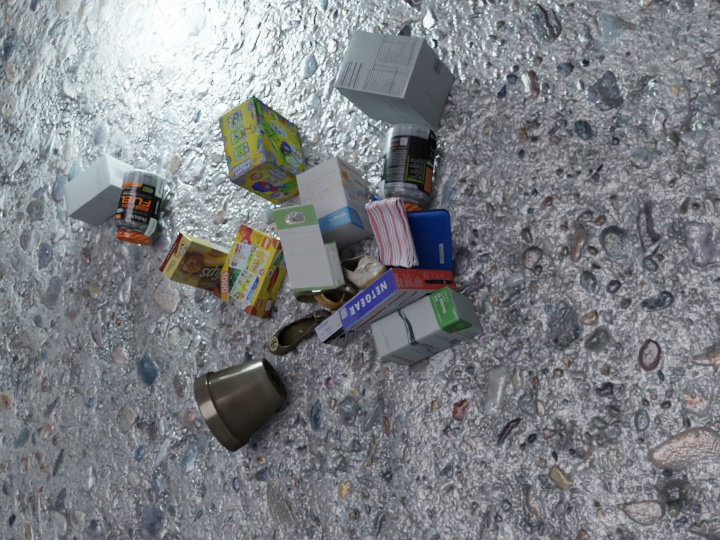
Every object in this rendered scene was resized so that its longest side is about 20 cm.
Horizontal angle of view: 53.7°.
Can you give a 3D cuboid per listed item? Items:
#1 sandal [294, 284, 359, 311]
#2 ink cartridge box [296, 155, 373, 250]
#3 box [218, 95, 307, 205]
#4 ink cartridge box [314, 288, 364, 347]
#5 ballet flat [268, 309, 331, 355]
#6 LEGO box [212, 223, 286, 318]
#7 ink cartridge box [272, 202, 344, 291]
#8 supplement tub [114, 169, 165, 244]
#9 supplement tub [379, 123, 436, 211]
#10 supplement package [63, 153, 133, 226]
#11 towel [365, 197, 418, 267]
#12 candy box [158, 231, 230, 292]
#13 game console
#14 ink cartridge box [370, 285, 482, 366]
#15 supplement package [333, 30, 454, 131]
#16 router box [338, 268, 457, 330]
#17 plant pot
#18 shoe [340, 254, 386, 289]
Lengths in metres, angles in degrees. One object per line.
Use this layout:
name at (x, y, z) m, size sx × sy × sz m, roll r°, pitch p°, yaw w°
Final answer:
sandal at (-0.081, 0.071, 1.716) m, size 0.197 × 0.080 × 0.055 m, roll -6°, pitch 62°, yaw 35°
ink cartridge box at (-0.063, -0.172, 1.737) m, size 0.124 × 0.128 × 0.203 m, roll -21°, pitch 69°, yaw 24°
box at (-0.245, -0.305, 1.834) m, size 0.121 × 0.199 × 0.195 m, roll -24°, pitch 66°, yaw 23°
ink cartridge box at (-0.004, 0.101, 1.656) m, size 0.199 × 0.094 × 0.045 m, roll -40°, pitch 62°, yaw 16°
ballet flat at (-0.157, 0.150, 1.762) m, size 0.198 × 0.046 × 0.068 m, roll -28°, pitch 65°, yaw 22°
LEGO box at (-0.277, 0.001, 1.851) m, size 0.147 × 0.077 × 0.203 m, roll 22°, pitch 90°, yaw 33°
ink cartridge box at (-0.122, -0.055, 1.656) m, size 0.144 × 0.048 × 0.204 m, roll -4°, pitch 101°, yaw 41°
supplement tub at (-0.650, -0.185, 2.089) m, size 0.121 × 0.122 × 0.204 m, roll 2°, pitch 80°, yaw 30°
supplement tub at (0.108, -0.226, 1.653) m, size 0.121 × 0.122 × 0.204 m, roll 2°, pitch 78°, yaw 30°
supplement package at (-0.801, -0.245, 2.196) m, size 0.198 × 0.116 × 0.119 m, roll -29°, pitch 65°, yaw 20°
towel at (0.061, -0.079, 1.531) m, size 0.200 × 0.029 × 0.149 m, roll -174°, pitch 68°, yaw -71°
candy box at (-0.419, -0.018, 1.867) m, size 0.055 × 0.199 × 0.116 m, roll 36°, pitch 96°, yaw 30°
game console at (0.117, -0.063, 1.599) m, size 0.167 × 0.203 × 0.119 m, roll -4°, pitch 32°, yaw 5°
ink cartridge box at (0.141, 0.125, 1.535) m, size 0.198 × 0.146 × 0.084 m, roll -28°, pitch 64°, yaw 21°
supplement package at (0.082, -0.447, 1.681) m, size 0.198 × 0.191 × 0.149 m, roll 18°, pitch 87°, yaw 31°
router box at (0.079, 0.065, 1.530) m, size 0.200 × 0.177 × 0.050 m, roll -39°, pitch 59°, yaw 42°
plant pot at (-0.281, 0.306, 1.731) m, size 0.172 × 0.200 × 0.202 m, roll -31°, pitch 63°, yaw 2°
shoe at (0.000, 0.000, 1.636) m, size 0.070 × 0.053 × 0.200 m, roll -46°, pitch 14°, yaw -14°
